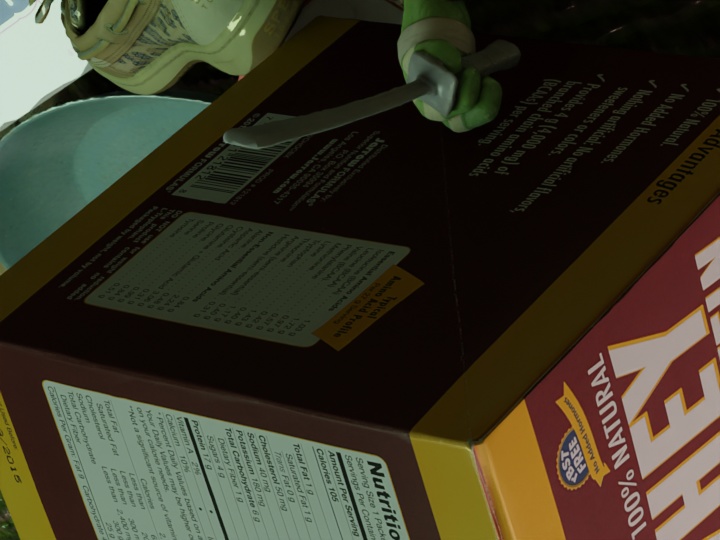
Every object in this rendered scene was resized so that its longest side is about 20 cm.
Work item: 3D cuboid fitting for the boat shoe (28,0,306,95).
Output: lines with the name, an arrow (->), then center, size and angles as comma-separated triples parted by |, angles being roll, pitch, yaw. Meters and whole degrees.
boat shoe -> -0.076, -0.110, 0.950 | 0.063, 0.073, 0.200 | 27, 170, -21

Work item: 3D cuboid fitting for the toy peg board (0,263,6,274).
toy peg board -> -0.152, 0.011, 1.347 | 0.200, 0.098, 0.199 | 40, 137, 4

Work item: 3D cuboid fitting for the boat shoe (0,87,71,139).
boat shoe -> -0.169, -0.115, 1.196 | 0.072, 0.065, 0.200 | 19, 127, 53

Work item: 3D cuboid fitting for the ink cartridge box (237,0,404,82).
ink cartridge box -> 0.000, 0.000, 0.996 | 0.116, 0.067, 0.200 | 33, 137, 13

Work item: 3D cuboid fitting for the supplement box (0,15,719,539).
supplement box -> 0.024, 0.032, 0.795 | 0.200, 0.197, 0.133 | 10, 129, 38

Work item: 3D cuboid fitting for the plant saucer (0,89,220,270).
plant saucer -> -0.070, -0.026, 1.164 | 0.201, 0.039, 0.201 | 8, 145, 5

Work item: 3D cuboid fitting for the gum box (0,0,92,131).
gum box -> -0.176, -0.117, 1.105 | 0.200, 0.066, 0.114 | -31, 108, 27

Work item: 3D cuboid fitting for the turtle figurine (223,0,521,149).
turtle figurine -> 0.046, -0.115, 0.743 | 0.200, 0.194, 0.144 | 7, -105, -83
